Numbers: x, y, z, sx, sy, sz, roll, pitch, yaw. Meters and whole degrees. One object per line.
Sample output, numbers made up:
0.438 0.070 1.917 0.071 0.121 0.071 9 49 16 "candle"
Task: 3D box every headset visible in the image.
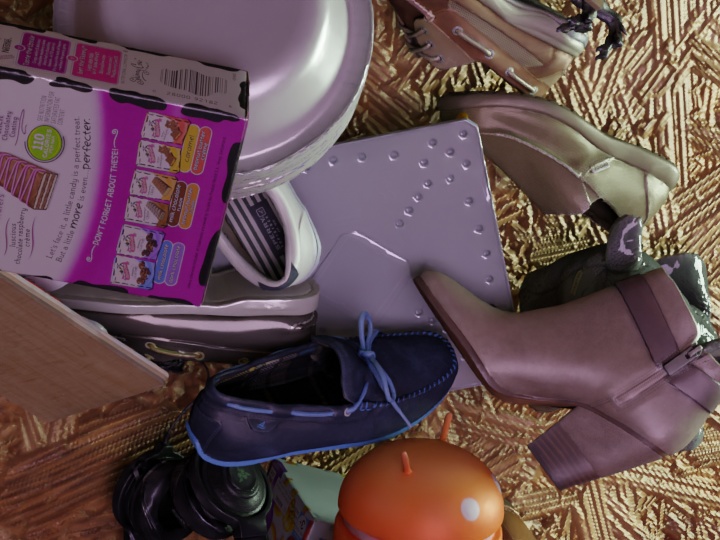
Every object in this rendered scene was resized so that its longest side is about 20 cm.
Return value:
-0.129 0.154 1.412 0.094 0.123 0.201 2 81 -47 "headset"

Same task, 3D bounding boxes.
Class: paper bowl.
-0.091 -0.152 1.259 0.200 0.104 0.201 1 77 -5 "paper bowl"

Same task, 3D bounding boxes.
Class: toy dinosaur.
0.152 -0.194 1.364 0.200 0.047 0.088 10 68 -41 "toy dinosaur"

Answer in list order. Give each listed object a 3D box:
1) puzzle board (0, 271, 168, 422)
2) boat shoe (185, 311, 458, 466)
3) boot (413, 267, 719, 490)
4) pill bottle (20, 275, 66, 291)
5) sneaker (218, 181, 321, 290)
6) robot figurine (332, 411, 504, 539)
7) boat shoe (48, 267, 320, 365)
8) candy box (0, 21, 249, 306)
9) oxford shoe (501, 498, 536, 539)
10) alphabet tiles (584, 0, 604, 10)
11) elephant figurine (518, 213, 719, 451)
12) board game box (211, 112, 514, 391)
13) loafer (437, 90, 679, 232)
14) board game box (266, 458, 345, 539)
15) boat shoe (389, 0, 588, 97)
-0.241 0.032 1.322 0.200 0.151 0.017 36 57 -27 "puzzle board"
-0.016 0.079 1.351 0.200 0.084 0.069 -20 145 -30 "boat shoe"
0.150 0.046 1.380 0.146 0.070 0.200 -36 91 2 "boot"
-0.251 -0.077 1.276 0.200 0.114 0.114 36 96 -28 "pill bottle"
-0.090 -0.076 1.329 0.073 0.071 0.200 -35 96 9 "sneaker"
0.036 0.200 1.370 0.143 0.117 0.201 -3 110 -21 "robot figurine"
-0.129 0.034 1.375 0.201 0.072 0.060 2 114 -6 "boat shoe"
-0.175 -0.065 1.180 0.199 0.061 0.137 11 123 -10 "candy box"
0.138 0.268 1.577 0.071 0.071 0.200 -35 119 -5 "oxford shoe"
0.102 -0.287 1.317 0.200 0.008 0.167 35 54 -27 "alphabet tiles"
0.220 0.052 1.498 0.200 0.155 0.142 11 78 -31 "elephant figurine"
0.000 0.000 1.412 0.199 0.026 0.200 -11 115 6 "board game box"
0.139 -0.074 1.432 0.200 0.076 0.068 19 83 -25 "loafer"
-0.042 0.256 1.488 0.105 0.103 0.200 17 103 -26 "board game box"
0.062 -0.169 1.375 0.200 0.076 0.072 22 104 -24 "boat shoe"
